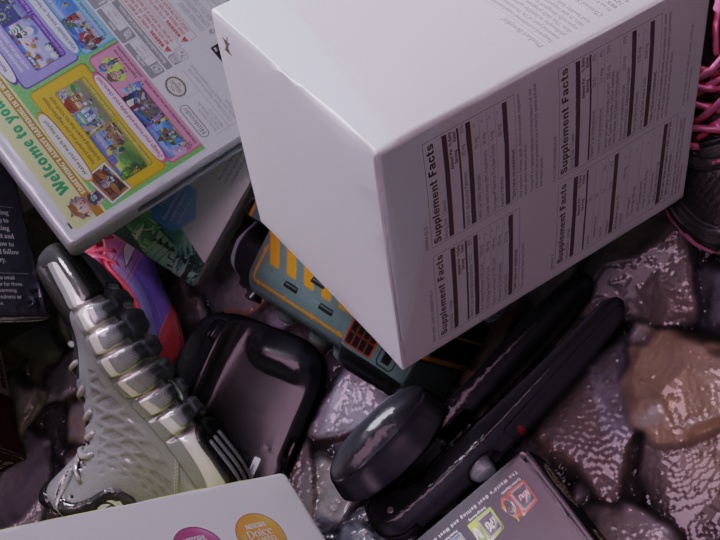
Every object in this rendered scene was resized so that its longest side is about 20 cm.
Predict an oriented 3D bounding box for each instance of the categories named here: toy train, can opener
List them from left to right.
[{"bbox_3d":[0.000,0.000,0.728,0.200,0.085,0.114,30,95,32],"label":"toy train"},{"bbox_3d":[0.076,0.080,0.669,0.200,0.079,0.063,-38,59,-5],"label":"can opener"}]

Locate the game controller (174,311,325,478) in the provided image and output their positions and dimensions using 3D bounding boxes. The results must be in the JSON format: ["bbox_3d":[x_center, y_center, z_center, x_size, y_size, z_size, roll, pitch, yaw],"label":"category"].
[{"bbox_3d":[-0.098,0.128,0.753,0.104,0.042,0.201,20,80,16],"label":"game controller"}]

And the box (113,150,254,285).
[{"bbox_3d":[-0.156,-0.103,0.792,0.200,0.036,0.145,32,100,9],"label":"box"}]

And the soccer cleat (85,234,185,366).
[{"bbox_3d":[-0.182,-0.008,0.817,0.067,0.076,0.200,-33,61,9],"label":"soccer cleat"}]

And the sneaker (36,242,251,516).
[{"bbox_3d":[-0.166,0.089,0.704,0.115,0.075,0.200,-37,85,6],"label":"sneaker"}]

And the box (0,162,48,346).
[{"bbox_3d":[-0.311,-0.033,0.763,0.148,0.104,0.201,-27,74,31],"label":"box"}]

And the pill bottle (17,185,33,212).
[{"bbox_3d":[-0.323,-0.138,0.917,0.111,0.111,0.200,-49,58,1],"label":"pill bottle"}]

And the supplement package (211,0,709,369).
[{"bbox_3d":[0.054,-0.086,0.613,0.200,0.151,0.152,-30,49,-19],"label":"supplement package"}]

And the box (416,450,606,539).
[{"bbox_3d":[0.067,0.223,0.623,0.200,0.049,0.161,-40,61,8],"label":"box"}]

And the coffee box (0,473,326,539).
[{"bbox_3d":[-0.108,0.251,0.571,0.198,0.199,0.200,53,127,31],"label":"coffee box"}]

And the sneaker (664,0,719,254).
[{"bbox_3d":[0.196,-0.108,0.664,0.079,0.095,0.201,-12,67,19],"label":"sneaker"}]

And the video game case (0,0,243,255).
[{"bbox_3d":[-0.164,-0.133,0.737,0.182,0.022,0.200,-35,75,-19],"label":"video game case"}]

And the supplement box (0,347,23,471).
[{"bbox_3d":[-0.356,0.131,0.857,0.199,0.061,0.109,-29,60,11],"label":"supplement box"}]
